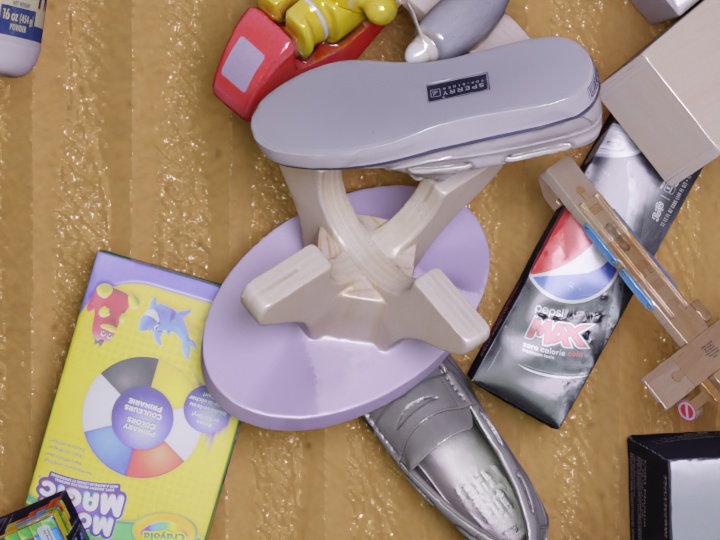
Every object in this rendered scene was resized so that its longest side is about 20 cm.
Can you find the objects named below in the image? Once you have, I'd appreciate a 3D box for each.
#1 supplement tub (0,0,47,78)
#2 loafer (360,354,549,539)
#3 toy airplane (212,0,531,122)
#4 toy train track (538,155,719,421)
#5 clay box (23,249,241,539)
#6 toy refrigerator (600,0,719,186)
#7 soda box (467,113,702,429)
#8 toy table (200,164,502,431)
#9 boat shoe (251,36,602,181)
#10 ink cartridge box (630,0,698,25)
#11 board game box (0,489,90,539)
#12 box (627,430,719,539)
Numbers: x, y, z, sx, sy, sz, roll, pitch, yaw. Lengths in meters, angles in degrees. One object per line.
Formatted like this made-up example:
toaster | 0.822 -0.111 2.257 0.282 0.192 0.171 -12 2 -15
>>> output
supplement tub | -0.250 -0.222 1.641 0.144 0.145 0.201 8 91 -1
loafer | 0.046 0.095 1.689 0.070 0.070 0.200 -41 91 1
toy airplane | 0.006 -0.192 1.645 0.199 0.141 0.200 -4 70 15
toy train track | 0.171 0.021 1.630 0.115 0.033 0.200 -32 81 -40
clay box | -0.133 0.099 1.698 0.114 0.048 0.201 15 90 -1
toy refrigerator | 0.237 -0.141 1.649 0.200 0.070 0.076 -40 92 -29
soda box | 0.140 -0.006 1.687 0.063 0.071 0.201 28 90 -1
toy table | 0.000 0.000 1.628 0.184 0.117 0.200 39 63 12
boat shoe | 0.040 -0.083 1.575 0.199 0.066 0.072 -12 50 6
ink cartridge box | 0.212 -0.264 1.645 0.200 0.147 0.145 -39 92 1
board game box | -0.213 0.257 1.675 0.165 0.057 0.201 -22 101 8
box | 0.222 0.201 1.638 0.103 0.182 0.201 -2 92 -1
